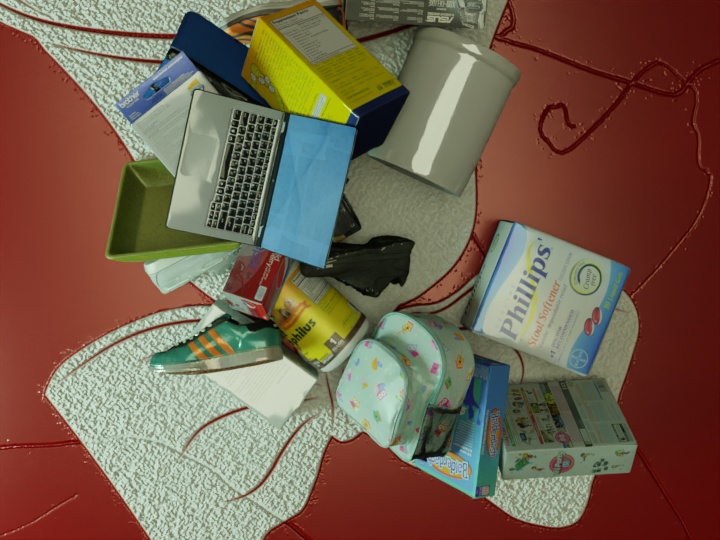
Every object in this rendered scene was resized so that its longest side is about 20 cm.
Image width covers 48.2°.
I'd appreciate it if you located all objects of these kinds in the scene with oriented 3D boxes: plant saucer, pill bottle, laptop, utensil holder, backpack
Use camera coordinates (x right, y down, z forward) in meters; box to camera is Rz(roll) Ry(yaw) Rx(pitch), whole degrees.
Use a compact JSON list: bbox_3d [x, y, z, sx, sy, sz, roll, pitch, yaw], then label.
[{"bbox_3d":[-0.260,-0.088,1.195,0.199,0.200,0.048,-7,140,3],"label":"plant saucer"},{"bbox_3d":[-0.090,0.054,1.235,0.200,0.109,0.109,42,91,-5],"label":"pill bottle"},{"bbox_3d":[-0.132,-0.120,1.045,0.199,0.116,0.188,11,97,-19],"label":"laptop"},{"bbox_3d":[0.120,-0.231,1.195,0.169,0.170,0.201,23,94,-5],"label":"utensil holder"},{"bbox_3d":[0.069,0.161,1.201,0.153,0.176,0.201,15,104,-42],"label":"backpack"}]

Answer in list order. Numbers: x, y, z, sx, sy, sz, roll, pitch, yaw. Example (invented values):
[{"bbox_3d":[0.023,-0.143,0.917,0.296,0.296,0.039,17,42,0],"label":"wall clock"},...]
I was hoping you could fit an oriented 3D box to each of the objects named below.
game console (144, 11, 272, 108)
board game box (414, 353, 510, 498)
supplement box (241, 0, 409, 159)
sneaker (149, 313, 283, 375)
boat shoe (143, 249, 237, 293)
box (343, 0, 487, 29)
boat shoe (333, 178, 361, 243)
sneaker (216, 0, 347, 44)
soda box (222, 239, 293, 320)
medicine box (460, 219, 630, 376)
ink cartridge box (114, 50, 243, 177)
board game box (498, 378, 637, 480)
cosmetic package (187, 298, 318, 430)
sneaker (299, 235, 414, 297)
[{"bbox_3d":[-0.203,-0.243,1.162,0.200,0.118,0.171,30,102,-23],"label":"game console"},{"bbox_3d":[0.154,0.228,1.245,0.045,0.152,0.201,3,96,-34],"label":"board game box"},{"bbox_3d":[-0.051,-0.256,1.101,0.200,0.110,0.109,47,51,12],"label":"supplement box"},{"bbox_3d":[-0.214,0.108,1.187,0.199,0.071,0.080,-9,78,2],"label":"sneaker"},{"bbox_3d":[-0.232,-0.026,1.248,0.200,0.070,0.072,-25,113,-1],"label":"boat shoe"},{"bbox_3d":[0.075,-0.398,1.180,0.199,0.158,0.050,2,117,-4],"label":"box"},{"bbox_3d":[-0.050,-0.141,1.237,0.062,0.075,0.201,-16,102,11],"label":"boat shoe"},{"bbox_3d":[-0.114,-0.343,1.216,0.199,0.078,0.113,-12,94,-2],"label":"sneaker"},{"bbox_3d":[-0.127,-0.036,1.159,0.063,0.070,0.201,17,69,10],"label":"soda box"},{"bbox_3d":[0.284,0.040,1.260,0.199,0.103,0.183,21,93,-6],"label":"medicine box"},{"bbox_3d":[-0.222,-0.184,1.094,0.119,0.042,0.200,-38,118,1],"label":"ink cartridge box"},{"bbox_3d":[0.305,0.245,1.254,0.199,0.148,0.065,-2,124,-4],"label":"board game box"},{"bbox_3d":[-0.173,0.144,1.257,0.200,0.071,0.102,38,92,-5],"label":"cosmetic package"},{"bbox_3d":[0.000,0.000,1.227,0.199,0.076,0.091,-7,106,-30],"label":"sneaker"}]
